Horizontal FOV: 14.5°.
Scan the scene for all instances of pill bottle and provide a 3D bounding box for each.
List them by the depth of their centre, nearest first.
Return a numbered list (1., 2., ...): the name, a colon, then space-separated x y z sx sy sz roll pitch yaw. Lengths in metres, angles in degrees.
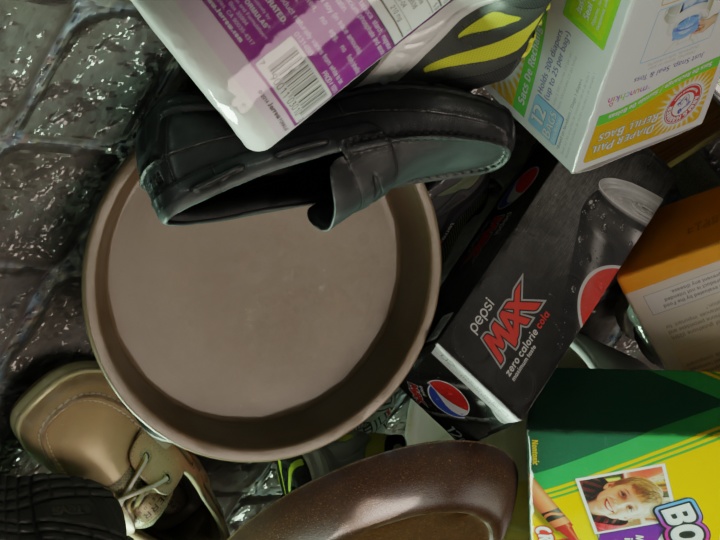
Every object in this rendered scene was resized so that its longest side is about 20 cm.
1. pill bottle: -0.007 -0.159 1.358 0.200 0.112 0.112 -39 147 -1

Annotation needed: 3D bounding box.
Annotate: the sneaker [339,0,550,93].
1. sneaker: 0.066 -0.146 1.448 0.200 0.075 0.084 -31 146 35

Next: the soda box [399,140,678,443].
1. soda box: 0.098 0.001 1.595 0.200 0.071 0.063 -55 -167 -31

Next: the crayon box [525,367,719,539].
1. crayon box: 0.185 0.148 1.633 0.171 0.058 0.201 2 132 8

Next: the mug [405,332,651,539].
1. mug: 0.120 0.121 1.797 0.153 0.149 0.187 6 120 -58

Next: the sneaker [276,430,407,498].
1. sneaker: -0.006 0.149 1.658 0.076 0.076 0.200 -13 162 -6

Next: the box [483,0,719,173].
1. box: 0.138 -0.168 1.484 0.101 0.113 0.201 -21 143 -34

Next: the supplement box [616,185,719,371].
1. supplement box: 0.249 0.045 1.645 0.126 0.074 0.201 -20 114 23

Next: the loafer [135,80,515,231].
1. loafer: -0.015 -0.053 1.437 0.199 0.071 0.068 -4 153 -17

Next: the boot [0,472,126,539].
1. boot: -0.237 0.148 1.536 0.199 0.068 0.130 24 136 -35

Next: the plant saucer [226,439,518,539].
1. plant saucer: 0.003 0.164 1.595 0.199 0.032 0.201 -19 151 -11

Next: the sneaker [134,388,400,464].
1. sneaker: -0.051 0.084 1.635 0.201 0.067 0.108 -24 144 -37

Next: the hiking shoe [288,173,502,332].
1. hiking shoe: 0.000 0.000 1.587 0.200 0.076 0.101 -38 144 -3

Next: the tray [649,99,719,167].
1. tray: 0.226 -0.135 1.686 0.199 0.037 0.099 -33 146 -11

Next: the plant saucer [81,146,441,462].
1. plant saucer: -0.053 0.001 1.494 0.199 0.029 0.201 -4 102 -20

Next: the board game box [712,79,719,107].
1. board game box: 0.258 -0.131 1.622 0.126 0.035 0.200 -42 111 4

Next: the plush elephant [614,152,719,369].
1. plush elephant: 0.235 -0.007 1.749 0.164 0.200 0.155 -31 129 1

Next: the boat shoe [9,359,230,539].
1. boat shoe: -0.129 0.114 1.605 0.072 0.065 0.200 -39 147 0
